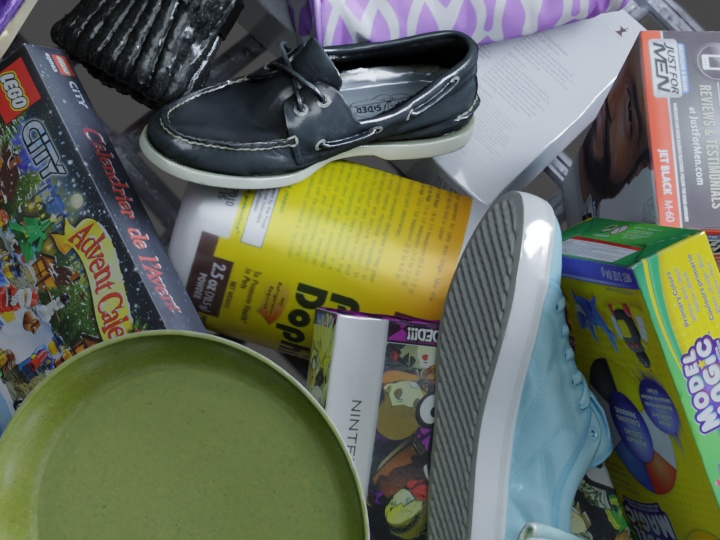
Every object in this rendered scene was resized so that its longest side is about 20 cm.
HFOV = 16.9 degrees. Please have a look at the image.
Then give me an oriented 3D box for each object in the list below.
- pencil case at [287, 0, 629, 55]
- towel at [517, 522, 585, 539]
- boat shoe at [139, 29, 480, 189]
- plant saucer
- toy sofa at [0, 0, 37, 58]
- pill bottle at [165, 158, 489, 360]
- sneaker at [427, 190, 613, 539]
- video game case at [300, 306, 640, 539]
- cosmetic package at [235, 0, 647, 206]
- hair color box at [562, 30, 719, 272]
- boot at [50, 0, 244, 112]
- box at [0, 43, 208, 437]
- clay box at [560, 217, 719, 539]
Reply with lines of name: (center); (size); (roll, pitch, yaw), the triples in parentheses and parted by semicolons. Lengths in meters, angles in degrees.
pencil case: (0.055, -0.164, 1.321); (0.200, 0.085, 0.084); (-14, 86, -11)
towel: (0.111, 0.221, 1.178); (0.048, 0.200, 0.171); (12, 83, 38)
boat shoe: (-0.020, -0.091, 1.253); (0.199, 0.066, 0.075); (-5, 44, -28)
plant saucer: (-0.088, 0.128, 1.184); (0.200, 0.031, 0.200); (1, 92, 15)
toy sofa: (-0.181, -0.210, 1.278); (0.083, 0.098, 0.200); (33, 93, -16)
pill bottle: (0.000, 0.000, 1.291); (0.200, 0.109, 0.109); (17, 68, -1)
sneaker: (0.084, 0.060, 1.184); (0.082, 0.074, 0.200); (3, 104, -24)
video game case: (0.062, 0.118, 1.233); (0.200, 0.036, 0.182); (7, 93, -22)
cosmetic package: (0.045, -0.140, 1.383); (0.200, 0.052, 0.151); (43, 72, 9)
hair color box: (0.158, -0.035, 1.277); (0.064, 0.200, 0.111); (0, 69, -8)
boot: (-0.114, -0.178, 1.335); (0.079, 0.211, 0.158); (27, 94, -27)
box: (-0.171, 0.002, 1.264); (0.137, 0.038, 0.200); (-35, 73, 24)
clay box: (0.155, 0.076, 1.185); (0.048, 0.115, 0.200); (-25, 103, -18)
